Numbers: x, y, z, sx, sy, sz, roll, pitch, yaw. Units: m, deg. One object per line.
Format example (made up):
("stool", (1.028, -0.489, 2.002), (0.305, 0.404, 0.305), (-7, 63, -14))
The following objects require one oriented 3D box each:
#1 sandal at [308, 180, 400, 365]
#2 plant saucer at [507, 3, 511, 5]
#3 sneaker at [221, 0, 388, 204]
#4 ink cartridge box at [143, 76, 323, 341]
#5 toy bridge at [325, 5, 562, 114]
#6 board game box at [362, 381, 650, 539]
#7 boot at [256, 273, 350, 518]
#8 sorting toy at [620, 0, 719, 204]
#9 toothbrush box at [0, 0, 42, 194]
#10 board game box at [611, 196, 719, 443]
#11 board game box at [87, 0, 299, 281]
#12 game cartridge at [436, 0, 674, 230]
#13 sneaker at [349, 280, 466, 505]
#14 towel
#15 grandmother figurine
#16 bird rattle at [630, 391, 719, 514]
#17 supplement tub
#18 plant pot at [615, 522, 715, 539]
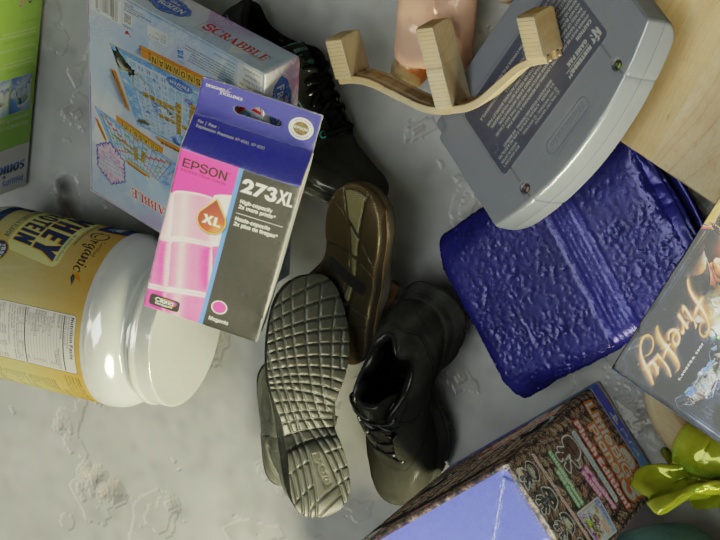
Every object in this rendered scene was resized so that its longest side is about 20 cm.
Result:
("sandal", (0.000, 0.000, 1.577), (0.082, 0.054, 0.201), (42, 143, 26))
("plant saucer", (0.152, -0.277, 1.459), (0.199, 0.032, 0.201), (8, 108, 24))
("sneaker", (-0.049, -0.127, 1.573), (0.200, 0.075, 0.079), (42, 115, 9))
("ink cartridge box", (-0.097, -0.043, 1.509), (0.094, 0.037, 0.201), (18, 124, 1))
("toy bridge", (0.060, -0.148, 1.464), (0.199, 0.027, 0.068), (-2, 111, 40))
("board game box", (0.111, 0.186, 1.512), (0.159, 0.200, 0.097), (-33, 88, 28))
("boot", (-0.059, 0.092, 1.614), (0.067, 0.131, 0.201), (-6, 103, -18))
("sorting toy", (0.288, -0.147, 1.409), (0.198, 0.070, 0.201), (36, 117, 13))
("toothbrush box", (-0.354, -0.174, 1.700), (0.145, 0.086, 0.201), (17, 112, 21))
("board game box", (0.282, 0.022, 1.385), (0.135, 0.035, 0.201), (34, 108, 13))
("board game box", (-0.134, -0.111, 1.575), (0.200, 0.041, 0.200), (31, 133, 32))
("game cartridge", (0.138, -0.132, 1.437), (0.200, 0.041, 0.133), (-54, 45, 32))
("sneaker", (0.025, 0.107, 1.584), (0.076, 0.091, 0.201), (21, 126, 27))
("towel", (0.168, -0.007, 1.522), (0.200, 0.049, 0.148), (-31, 83, 30))
("grandmother figurine", (0.058, -0.230, 1.478), (0.121, 0.061, 0.201), (10, 124, 3))
("bird rattle", (0.281, 0.097, 1.468), (0.200, 0.112, 0.164), (-35, 72, 26))
("supplement tub", (-0.228, 0.032, 1.663), (0.199, 0.144, 0.145), (11, 109, 22))
("plant pot", (0.224, 0.267, 1.505), (0.200, 0.200, 0.135), (-27, 63, 29))
